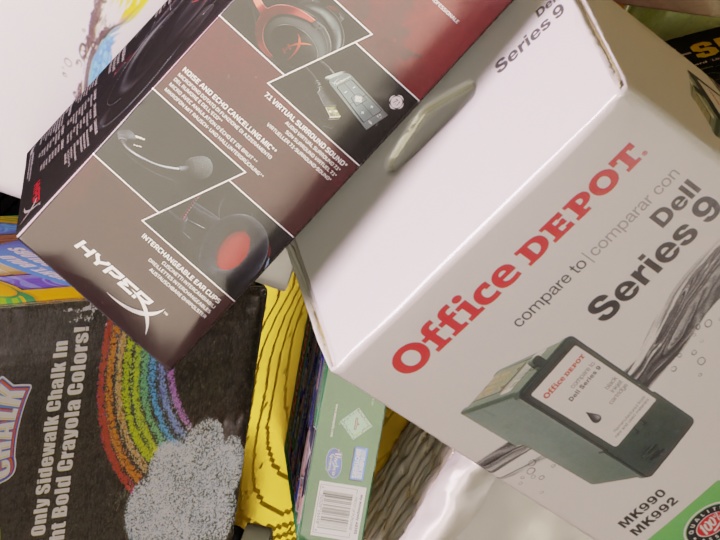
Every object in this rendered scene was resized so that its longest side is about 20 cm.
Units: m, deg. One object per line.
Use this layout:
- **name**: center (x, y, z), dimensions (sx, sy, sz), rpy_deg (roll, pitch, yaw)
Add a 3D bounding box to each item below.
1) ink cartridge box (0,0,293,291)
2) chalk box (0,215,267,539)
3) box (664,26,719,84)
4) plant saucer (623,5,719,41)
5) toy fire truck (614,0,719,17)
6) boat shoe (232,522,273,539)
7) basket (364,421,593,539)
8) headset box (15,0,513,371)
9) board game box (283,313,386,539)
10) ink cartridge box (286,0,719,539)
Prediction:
- **ink cartridge box**: center (-0.099, -0.103, 1.153), dimensions (0.199, 0.147, 0.147), rpy_deg (19, 99, -7)
- **chalk box**: center (-0.155, 0.053, 1.108), dimensions (0.199, 0.124, 0.125), rpy_deg (-3, 106, -43)
- **box**: center (0.148, -0.047, 1.138), dimensions (0.199, 0.160, 0.050), rpy_deg (-15, 113, -5)
- **plant saucer**: center (0.196, -0.064, 1.241), dimensions (0.199, 0.031, 0.201), rpy_deg (-1, 101, -4)
- **toy fire truck**: center (0.104, -0.116, 1.143), dimensions (0.140, 0.200, 0.049), rpy_deg (-16, 124, 9)
- **boat shoe**: center (-0.090, 0.187, 1.239), dimensions (0.066, 0.075, 0.200), rpy_deg (16, 125, 1)
- **basket**: center (0.110, 0.121, 1.207), dimensions (0.200, 0.161, 0.199), rpy_deg (30, 98, -9)
- **headset box**: center (-0.029, -0.076, 1.013), dimensions (0.075, 0.149, 0.200), rpy_deg (41, 96, -13)
- **board game box**: center (0.000, 0.000, 1.187), dimensions (0.029, 0.135, 0.201), rpy_deg (9, 101, -5)
- **ink cartridge box**: center (0.095, 0.010, 1.007), dimensions (0.200, 0.084, 0.146), rpy_deg (33, 112, -33)
